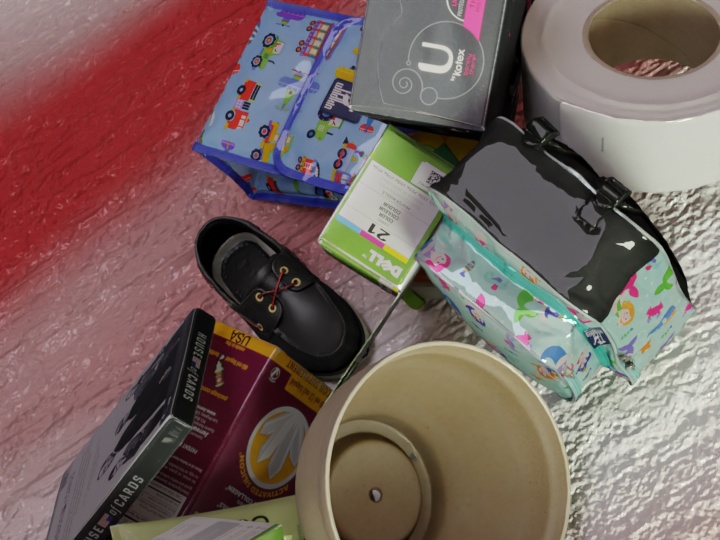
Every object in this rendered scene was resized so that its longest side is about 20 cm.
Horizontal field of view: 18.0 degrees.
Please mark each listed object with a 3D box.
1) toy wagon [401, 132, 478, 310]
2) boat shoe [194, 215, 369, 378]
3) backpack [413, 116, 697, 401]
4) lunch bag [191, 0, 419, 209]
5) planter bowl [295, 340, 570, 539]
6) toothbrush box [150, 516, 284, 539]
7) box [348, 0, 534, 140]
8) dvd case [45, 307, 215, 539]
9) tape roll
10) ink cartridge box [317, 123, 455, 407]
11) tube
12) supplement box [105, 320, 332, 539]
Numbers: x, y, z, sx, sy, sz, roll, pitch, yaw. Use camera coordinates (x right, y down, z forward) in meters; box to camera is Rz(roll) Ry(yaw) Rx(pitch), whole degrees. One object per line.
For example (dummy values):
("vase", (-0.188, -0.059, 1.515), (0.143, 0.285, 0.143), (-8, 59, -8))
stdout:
("toy wagon", (0.085, -0.038, 1.801), (0.155, 0.040, 0.200), (-41, 47, 9))
("boat shoe", (-0.069, 0.023, 1.863), (0.074, 0.063, 0.201), (-48, 48, -2))
("backpack", (0.146, 0.001, 1.624), (0.177, 0.200, 0.151), (40, 95, 28))
("lunch bag", (-0.019, -0.130, 1.887), (0.199, 0.094, 0.151), (13, 72, 45))
("planter bowl", (0.032, 0.159, 1.634), (0.134, 0.199, 0.202), (-17, 50, 60))
("toothbrush box", (-0.115, 0.294, 1.609), (0.086, 0.145, 0.202), (2, 105, 34))
("box", (0.065, -0.165, 1.702), (0.105, 0.200, 0.123), (10, 92, 9))
("dvd case", (-0.180, 0.139, 1.731), (0.200, 0.025, 0.151), (-51, 16, 27))
("tape roll", (0.217, -0.150, 1.689), (0.201, 0.071, 0.203), (-3, 45, 3))
("ink cartridge box", (0.000, 0.000, 1.708), (0.075, 0.148, 0.201), (32, 88, 2))
("tube", (-0.084, 0.206, 1.699), (0.198, 0.052, 0.058), (-12, 58, -13))
("supplement box", (-0.109, 0.157, 1.775), (0.085, 0.110, 0.201), (19, 76, 43))
